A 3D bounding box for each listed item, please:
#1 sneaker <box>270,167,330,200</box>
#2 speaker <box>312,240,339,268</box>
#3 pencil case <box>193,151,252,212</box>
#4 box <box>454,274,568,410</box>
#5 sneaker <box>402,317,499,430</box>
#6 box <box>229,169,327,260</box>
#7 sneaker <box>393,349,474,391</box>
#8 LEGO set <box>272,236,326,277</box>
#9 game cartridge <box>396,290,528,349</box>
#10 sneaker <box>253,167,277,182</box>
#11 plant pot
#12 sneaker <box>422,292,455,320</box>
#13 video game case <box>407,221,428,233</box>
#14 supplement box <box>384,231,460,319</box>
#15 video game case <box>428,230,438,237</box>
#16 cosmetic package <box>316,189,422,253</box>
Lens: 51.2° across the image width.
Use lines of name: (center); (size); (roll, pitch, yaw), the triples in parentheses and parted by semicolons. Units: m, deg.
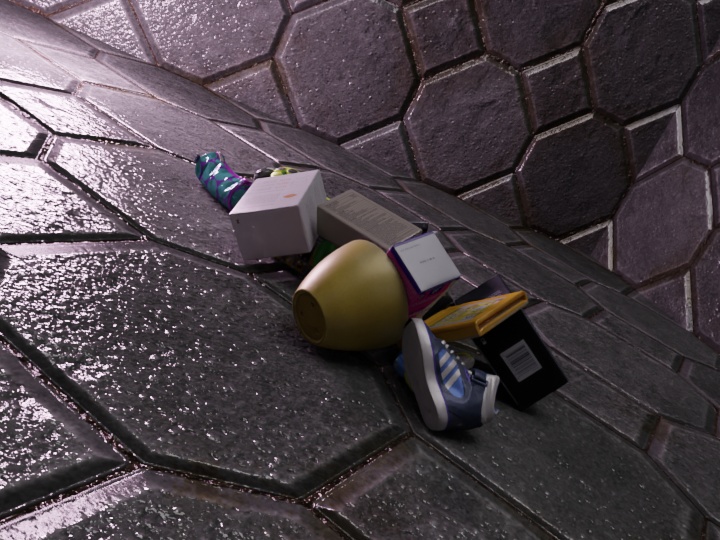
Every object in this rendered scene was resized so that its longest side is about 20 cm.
sneaker: (-0.132, -0.159, 1.725); (0.200, 0.084, 0.074); (40, 62, 10)
speaker: (0.000, 0.000, 1.590); (0.199, 0.089, 0.088); (19, 18, -32)
pencil case: (-0.331, -0.219, 1.837); (0.085, 0.093, 0.200); (10, 24, -45)
box: (0.305, 0.142, 1.541); (0.197, 0.117, 0.200); (54, 8, -18)
sneaker: (0.161, 0.172, 1.276); (0.146, 0.081, 0.201); (-3, 62, -25)
box: (-0.164, -0.119, 1.576); (0.151, 0.107, 0.200); (-6, 27, 14)
sneaker: (0.133, 0.170, 1.395); (0.105, 0.076, 0.200); (35, 19, 28)
LEGO set: (-0.099, -0.064, 1.672); (0.154, 0.116, 0.200); (34, 17, 24)
game cartridge: (0.189, 0.093, 1.414); (0.199, 0.033, 0.176); (-14, 8, 45)
sneaker: (-0.185, -0.157, 1.786); (0.200, 0.074, 0.085); (58, 5, -36)
plant pot: (-0.034, 0.061, 1.318); (0.142, 0.201, 0.200); (-20, 44, -35)
sneaker: (0.114, 0.042, 1.565); (0.200, 0.106, 0.075); (50, 1, -34)
video game case: (0.050, -0.095, 1.687); (0.199, 0.019, 0.143); (2, -4, 3)
supplement box: (0.076, 0.034, 1.368); (0.101, 0.200, 0.104); (-20, 71, -35)
video game case: (0.156, 0.021, 1.701); (0.022, 0.201, 0.182); (0, 10, 16)
cosmetic package: (0.015, -0.077, 1.499); (0.103, 0.073, 0.200); (-30, 48, -35)
